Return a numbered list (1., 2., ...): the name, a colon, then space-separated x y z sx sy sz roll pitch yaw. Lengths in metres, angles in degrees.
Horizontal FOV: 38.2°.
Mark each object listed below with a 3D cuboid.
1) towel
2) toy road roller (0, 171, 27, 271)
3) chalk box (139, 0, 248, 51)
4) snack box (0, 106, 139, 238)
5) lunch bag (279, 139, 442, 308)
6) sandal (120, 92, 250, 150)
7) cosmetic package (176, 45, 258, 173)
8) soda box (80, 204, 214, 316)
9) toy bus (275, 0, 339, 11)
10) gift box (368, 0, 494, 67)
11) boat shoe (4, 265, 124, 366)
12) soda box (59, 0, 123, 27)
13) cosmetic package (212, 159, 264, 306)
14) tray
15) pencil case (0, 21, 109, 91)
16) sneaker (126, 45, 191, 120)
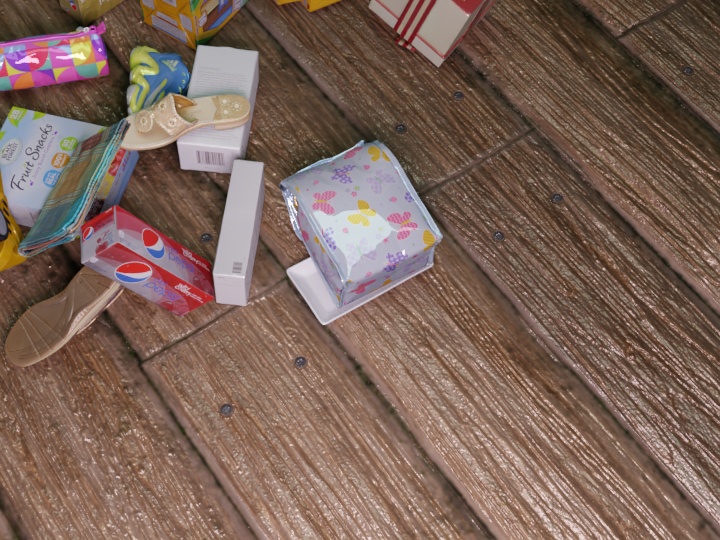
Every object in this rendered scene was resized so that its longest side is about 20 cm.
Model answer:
1. towel: -0.399 -0.115 1.450 0.022 0.146 0.201 38 55 -32
2. toy road roller: -0.547 -0.076 1.465 0.122 0.146 0.201 -21 63 4
3. chalk box: -0.267 -0.496 1.761 0.124 0.124 0.200 31 61 15
4. snack box: -0.458 -0.145 1.568 0.198 0.068 0.170 11 60 5
5. lunch bag: -0.003 -0.076 1.503 0.168 0.127 0.201 -26 74 -16
6. sandal: -0.269 -0.242 1.554 0.210 0.070 0.078 -12 60 -11
7. cosmetic package: -0.223 -0.255 1.648 0.100 0.071 0.202 6 59 0
8. soda box: -0.288 -0.010 1.423 0.070 0.200 0.064 -27 55 21
9. toy bus: -0.055 -0.513 1.819 0.199 0.065 0.079 -26 66 -19
10. gift box: 0.129 -0.487 1.743 0.200 0.187 0.185 44 66 4
11. boat shoe: -0.402 0.062 1.448 0.200 0.072 0.072 -44 74 -2
12. soda box: -0.423 -0.506 1.786 0.064 0.068 0.200 39 64 18
13. cosmetic package: -0.177 -0.057 1.528 0.050 0.083 0.202 5 58 1
14. tray: 0.000 0.000 1.541 0.199 0.022 0.108 -28 64 -19
15. pencil case: -0.502 -0.344 1.674 0.198 0.089 0.089 -14 61 -12
16. sneaker: -0.316 -0.281 1.655 0.104 0.076 0.202 -3 59 -7
